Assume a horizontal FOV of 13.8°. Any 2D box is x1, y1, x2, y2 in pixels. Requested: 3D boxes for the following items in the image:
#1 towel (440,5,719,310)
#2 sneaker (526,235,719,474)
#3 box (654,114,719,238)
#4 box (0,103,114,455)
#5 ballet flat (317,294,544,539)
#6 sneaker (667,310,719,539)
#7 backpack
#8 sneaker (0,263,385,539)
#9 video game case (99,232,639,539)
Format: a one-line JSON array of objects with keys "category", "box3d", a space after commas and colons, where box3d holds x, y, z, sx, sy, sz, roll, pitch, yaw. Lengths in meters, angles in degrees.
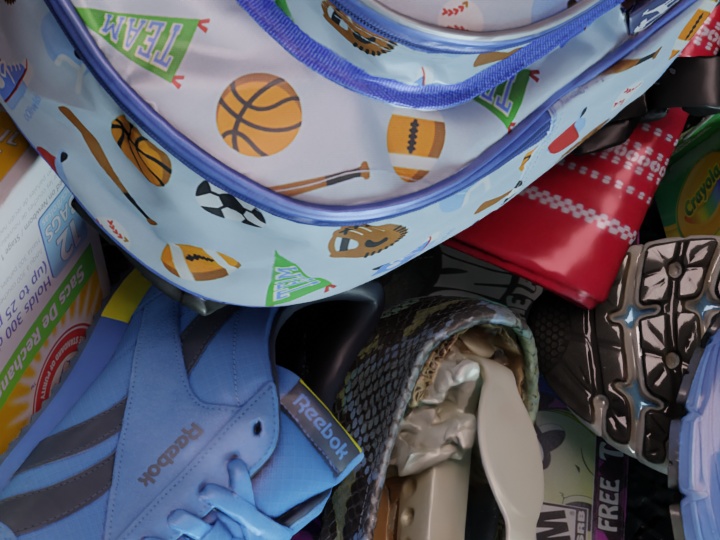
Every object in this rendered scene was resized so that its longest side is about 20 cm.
[{"category": "towel", "box3d": [0.046, -0.103, 0.897, 0.144, 0.022, 0.201, 24, 86, 7]}, {"category": "sneaker", "box3d": [0.140, 0.037, 0.947, 0.199, 0.090, 0.079, 10, 84, -21]}, {"category": "box", "box3d": [0.184, -0.043, 0.956, 0.199, 0.117, 0.049, -8, 73, -26]}, {"category": "box", "box3d": [-0.159, 0.047, 0.814, 0.101, 0.113, 0.200, 15, 48, 23]}, {"category": "ballet flat", "box3d": [0.020, 0.099, 0.849, 0.074, 0.074, 0.201, 6, 72, -10]}, {"category": "sneaker", "box3d": [0.137, 0.103, 0.834, 0.078, 0.075, 0.201, -15, 84, 9]}, {"category": "backpack", "box3d": [-0.006, -0.089, 0.795, 0.190, 0.154, 0.200, -41, 82, -22]}, {"category": "sneaker", "box3d": [-0.051, 0.064, 0.813, 0.078, 0.066, 0.200, -2, 41, 28]}, {"category": "video game case", "box3d": [0.000, 0.000, 0.960, 0.180, 0.036, 0.201, 10, 65, -8]}]
